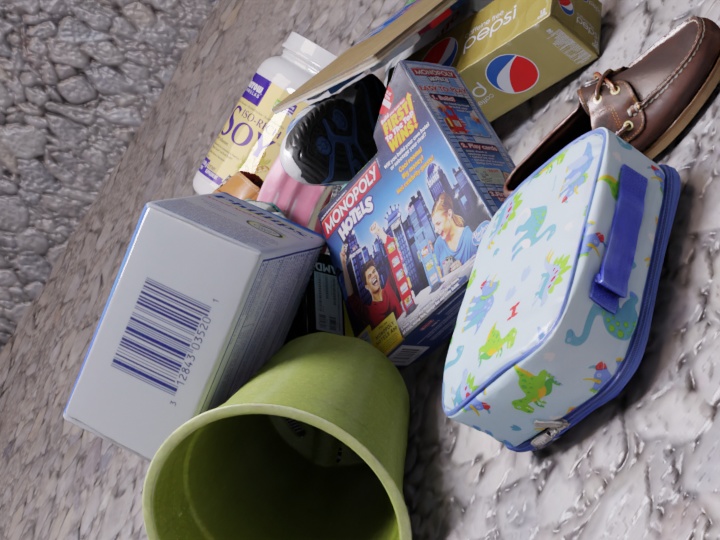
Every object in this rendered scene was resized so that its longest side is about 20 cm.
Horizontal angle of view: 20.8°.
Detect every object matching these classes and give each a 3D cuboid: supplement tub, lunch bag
[{"bbox_3d":[-0.072,-0.138,2.098,0.201,0.145,0.145,-59,16,3],"label":"supplement tub"},{"bbox_3d":[0.135,0.013,1.305,0.161,0.082,0.201,-43,23,48],"label":"lunch bag"}]

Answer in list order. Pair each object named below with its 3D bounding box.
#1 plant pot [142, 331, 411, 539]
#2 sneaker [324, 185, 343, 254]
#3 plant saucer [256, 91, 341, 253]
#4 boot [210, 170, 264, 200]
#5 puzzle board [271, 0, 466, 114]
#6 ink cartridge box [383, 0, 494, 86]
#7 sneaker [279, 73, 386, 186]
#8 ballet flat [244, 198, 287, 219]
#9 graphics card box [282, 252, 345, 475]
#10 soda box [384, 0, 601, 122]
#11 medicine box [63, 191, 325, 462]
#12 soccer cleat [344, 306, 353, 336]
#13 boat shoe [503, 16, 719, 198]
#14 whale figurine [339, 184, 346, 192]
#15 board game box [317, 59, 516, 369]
[{"bbox_3d":[-0.039,0.143,1.478,0.200,0.200,0.190,-51,5,28],"label":"plant pot"},{"bbox_3d":[0.000,0.000,1.804,0.074,0.080,0.201,22,94,32],"label":"sneaker"},{"bbox_3d":[-0.022,-0.079,1.865,0.200,0.051,0.201,-43,-26,-27],"label":"plant saucer"},{"bbox_3d":[-0.149,-0.033,1.900,0.155,0.074,0.200,-52,17,2],"label":"boot"},{"bbox_3d":[0.029,-0.203,1.705,0.200,0.017,0.150,-41,12,-38],"label":"puzzle board"},{"bbox_3d":[0.093,-0.214,1.838,0.147,0.083,0.200,-50,18,30],"label":"ink cartridge box"},{"bbox_3d":[-0.028,-0.107,1.679,0.077,0.076,0.200,-26,5,24],"label":"sneaker"},{"bbox_3d":[-0.077,0.027,1.819,0.072,0.071,0.201,-90,-12,-49],"label":"ballet flat"},{"bbox_3d":[-0.066,0.095,1.671,0.125,0.051,0.201,-26,61,46],"label":"graphics card box"},{"bbox_3d":[0.110,-0.176,1.670,0.200,0.064,0.068,-29,38,37],"label":"soda box"},{"bbox_3d":[-0.126,0.043,1.552,0.183,0.103,0.200,-67,-10,9],"label":"medicine box"},{"bbox_3d":[-0.047,0.106,1.747,0.065,0.084,0.200,-6,-42,-55],"label":"soccer cleat"},{"bbox_3d":[0.181,-0.106,1.402,0.200,0.070,0.071,-51,17,25],"label":"boat shoe"},{"bbox_3d":[0.044,-0.052,1.661,0.200,0.103,0.160,-31,32,62],"label":"whale figurine"},{"bbox_3d":[0.052,-0.052,1.546,0.200,0.061,0.201,-43,53,43],"label":"board game box"}]
